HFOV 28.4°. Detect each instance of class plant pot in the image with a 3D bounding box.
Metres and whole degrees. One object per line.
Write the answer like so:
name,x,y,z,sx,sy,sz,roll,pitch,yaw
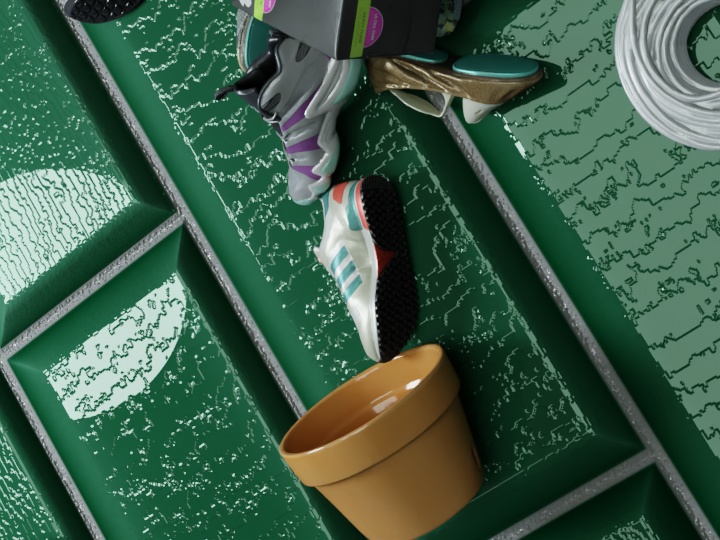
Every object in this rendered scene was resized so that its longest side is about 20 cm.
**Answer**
plant pot,0.035,0.189,1.471,0.200,0.200,0.140,-28,99,25

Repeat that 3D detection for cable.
cable,0.339,-0.215,1.345,0.199,0.069,0.201,16,103,22

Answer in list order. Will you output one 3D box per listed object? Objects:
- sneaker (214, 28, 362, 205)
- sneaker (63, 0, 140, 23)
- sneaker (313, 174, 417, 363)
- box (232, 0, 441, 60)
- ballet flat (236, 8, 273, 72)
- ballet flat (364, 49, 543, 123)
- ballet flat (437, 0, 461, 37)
sneaker,-0.088,-0.164,1.494,0.078,0.139,0.201,-123,41,-55
sneaker,-0.267,-0.367,1.623,0.200,0.072,0.083,-42,54,22
sneaker,0.000,0.000,1.535,0.093,0.070,0.201,-4,96,43
box,-0.022,-0.309,1.416,0.200,0.124,0.149,35,126,45
ballet flat,-0.095,-0.313,1.545,0.072,0.072,0.201,26,106,20
ballet flat,0.094,-0.191,1.469,0.199,0.068,0.073,12,120,24
ballet flat,0.052,-0.339,1.464,0.074,0.074,0.201,-16,89,25
